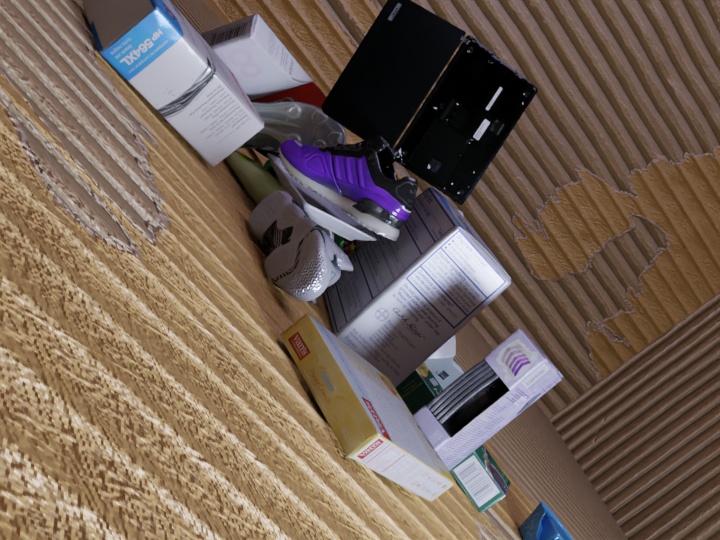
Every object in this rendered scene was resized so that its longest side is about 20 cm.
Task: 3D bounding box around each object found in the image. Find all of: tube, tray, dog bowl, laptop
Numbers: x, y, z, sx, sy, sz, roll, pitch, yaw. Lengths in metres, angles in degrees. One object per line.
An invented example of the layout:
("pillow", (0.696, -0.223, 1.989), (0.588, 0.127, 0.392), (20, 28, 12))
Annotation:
("tube", (-0.116, -0.096, 1.325), (0.200, 0.052, 0.058), (50, -28, 31))
("tray", (-0.055, -0.088, 1.291), (0.107, 0.022, 0.200), (27, 12, -27))
("dog bowl", (0.274, 0.399, 1.408), (0.112, 0.049, 0.200), (51, 6, -18))
("laptop", (0.087, -0.215, 1.303), (0.199, 0.178, 0.103), (30, 8, -29))

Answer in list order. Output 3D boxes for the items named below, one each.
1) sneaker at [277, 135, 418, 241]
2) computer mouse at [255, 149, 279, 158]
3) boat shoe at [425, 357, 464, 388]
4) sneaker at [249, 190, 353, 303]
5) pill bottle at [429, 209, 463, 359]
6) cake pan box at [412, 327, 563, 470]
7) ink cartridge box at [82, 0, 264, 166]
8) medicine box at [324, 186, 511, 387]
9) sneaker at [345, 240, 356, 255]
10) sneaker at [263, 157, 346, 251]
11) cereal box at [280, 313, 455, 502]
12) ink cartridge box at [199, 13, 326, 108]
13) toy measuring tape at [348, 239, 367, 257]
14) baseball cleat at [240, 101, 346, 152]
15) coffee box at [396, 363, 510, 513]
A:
("sneaker", (-0.008, -0.124, 1.253), (0.200, 0.100, 0.069), (36, 11, 26))
("computer mouse", (-0.110, -0.180, 1.594), (0.200, 0.034, 0.059), (32, -12, 37))
("boat shoe", (0.101, 0.125, 1.610), (0.091, 0.071, 0.200), (55, 0, 29))
("sneaker", (-0.053, -0.007, 1.146), (0.115, 0.075, 0.200), (45, 6, -33))
("pill bottle", (0.090, 0.018, 1.425), (0.111, 0.110, 0.201), (-11, 100, -83))
("cake pan box", (0.134, 0.151, 1.152), (0.052, 0.184, 0.200), (50, 6, 19))
("ink cartridge box", (-0.214, -0.236, 1.191), (0.200, 0.084, 0.146), (48, 7, -41))
("medicine box", (0.062, 0.017, 1.270), (0.103, 0.200, 0.182), (46, 8, -19))
("sneaker", (-0.047, -0.076, 1.541), (0.082, 0.078, 0.201), (9, -46, 40))
("sneaker", (-0.082, -0.071, 1.394), (0.085, 0.078, 0.201), (3, 46, -37))
("cereal box", (0.010, 0.135, 0.984), (0.144, 0.039, 0.200), (57, 8, 34))
("ink cartridge box", (-0.147, -0.236, 1.362), (0.200, 0.162, 0.057), (49, 41, -41))
("toy measuring tape", (0.000, 0.000, 1.413), (0.074, 0.073, 0.200), (55, -12, 21))
("baseball cleat", (-0.111, -0.187, 1.360), (0.199, 0.070, 0.106), (14, -2, 6))
("coffee box", (0.115, 0.209, 1.324), (0.200, 0.044, 0.123), (54, 7, 11))
